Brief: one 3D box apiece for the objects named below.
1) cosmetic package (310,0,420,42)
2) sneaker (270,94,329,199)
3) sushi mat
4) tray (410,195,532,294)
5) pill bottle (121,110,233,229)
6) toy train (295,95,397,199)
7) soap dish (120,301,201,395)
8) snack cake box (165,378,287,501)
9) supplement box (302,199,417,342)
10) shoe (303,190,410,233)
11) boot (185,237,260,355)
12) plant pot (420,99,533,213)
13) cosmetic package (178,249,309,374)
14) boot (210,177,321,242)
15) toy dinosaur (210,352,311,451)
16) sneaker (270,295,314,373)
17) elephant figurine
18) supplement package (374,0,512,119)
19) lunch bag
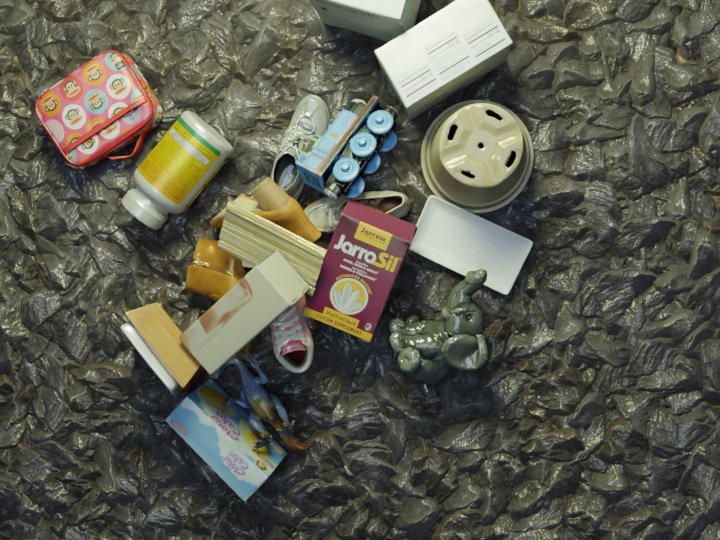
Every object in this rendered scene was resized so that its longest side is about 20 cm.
[{"bbox_3d":[0.020,-0.495,1.437,0.167,0.200,0.167,18,94,6],"label":"cosmetic package"},{"bbox_3d":[-0.107,-0.213,1.517,0.074,0.082,0.201,17,93,5],"label":"sneaker"},{"bbox_3d":[-0.152,-0.037,1.442,0.199,0.012,0.096,27,124,14],"label":"sushi mat"},{"bbox_3d":[0.192,-0.047,1.517,0.199,0.022,0.108,25,107,4],"label":"tray"},{"bbox_3d":[-0.329,-0.174,1.526,0.113,0.113,0.200,41,96,3],"label":"pill bottle"},{"bbox_3d":[-0.019,-0.216,1.487,0.114,0.087,0.200,29,74,19],"label":"toy train"},{"bbox_3d":[-0.339,0.138,1.503,0.081,0.200,0.158,-38,87,-13],"label":"soap dish"},{"bbox_3d":[-0.236,0.297,1.527,0.200,0.115,0.067,45,105,2],"label":"snack cake box"},{"bbox_3d":[0.000,0.000,1.476,0.130,0.103,0.201,22,110,1],"label":"supplement box"},{"bbox_3d":[-0.011,-0.109,1.526,0.199,0.053,0.070,-10,91,6],"label":"shoe"},{"bbox_3d":[-0.246,0.046,1.549,0.143,0.071,0.202,6,85,6],"label":"boot"},{"bbox_3d":[0.197,-0.199,1.437,0.199,0.183,0.202,0,92,6],"label":"plant pot"},{"bbox_3d":[-0.192,0.069,1.418,0.200,0.103,0.087,-40,93,20],"label":"cosmetic package"},{"bbox_3d":[-0.167,-0.070,1.503,0.201,0.071,0.144,-23,111,47],"label":"boot"},{"bbox_3d":[-0.196,0.235,1.548,0.105,0.200,0.182,-32,50,-4],"label":"toy dinosaur"},{"bbox_3d":[-0.125,0.086,1.490,0.075,0.105,0.201,-14,110,-3],"label":"sneaker"},{"bbox_3d":[0.160,0.110,1.471,0.199,0.155,0.142,-25,67,14],"label":"elephant figurine"},{"bbox_3d":[0.139,-0.362,1.452,0.199,0.156,0.111,-30,90,6],"label":"supplement package"},{"bbox_3d":[-0.466,-0.279,1.556,0.199,0.082,0.177,-32,92,7],"label":"lunch bag"}]
